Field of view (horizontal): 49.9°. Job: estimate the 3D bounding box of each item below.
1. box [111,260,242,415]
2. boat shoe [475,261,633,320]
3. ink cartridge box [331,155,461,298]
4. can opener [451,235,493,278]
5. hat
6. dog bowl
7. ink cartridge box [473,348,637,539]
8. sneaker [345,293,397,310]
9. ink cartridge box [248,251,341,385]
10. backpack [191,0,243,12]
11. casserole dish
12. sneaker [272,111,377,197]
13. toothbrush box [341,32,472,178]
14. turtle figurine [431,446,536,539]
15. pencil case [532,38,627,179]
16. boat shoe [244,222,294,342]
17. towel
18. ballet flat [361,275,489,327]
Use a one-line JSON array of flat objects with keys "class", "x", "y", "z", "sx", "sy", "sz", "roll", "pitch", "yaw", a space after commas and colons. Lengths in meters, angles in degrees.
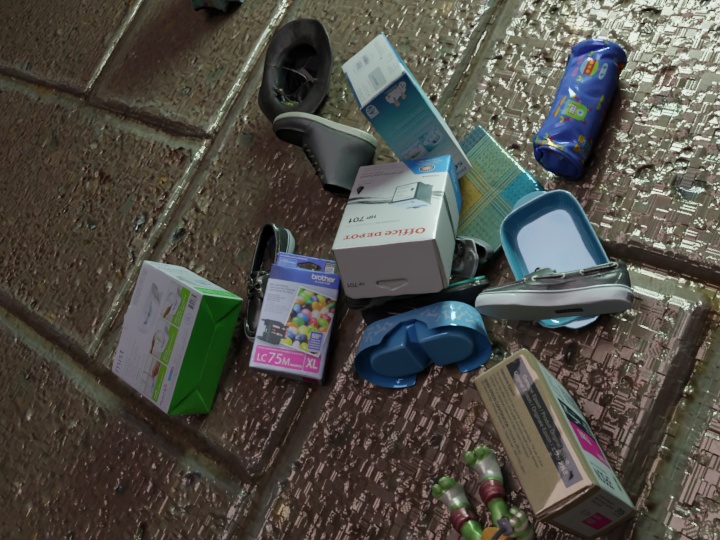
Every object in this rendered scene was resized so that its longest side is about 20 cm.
[{"class": "box", "x": -0.310, "y": 0.110, "z": 1.289, "sx": 0.174, "sy": 0.096, "sz": 0.205, "roll": 22, "pitch": 97, "yaw": 39}, {"class": "boat shoe", "x": 0.243, "y": 0.025, "z": 0.983, "sx": 0.195, "sy": 0.069, "sz": 0.058, "roll": -4, "pitch": 68, "yaw": 21}, {"class": "ink cartridge box", "x": 0.055, "y": -0.063, "z": 1.063, "sx": 0.143, "sy": 0.087, "sz": 0.202, "roll": -5, "pitch": 36, "yaw": 17}, {"class": "can opener", "x": 0.109, "y": -0.025, "z": 1.141, "sx": 0.198, "sy": 0.066, "sz": 0.055, "roll": 8, "pitch": 101, "yaw": 51}, {"class": "hat", "x": -0.098, "y": -0.352, "z": 1.421, "sx": 0.197, "sy": 0.080, "sz": 0.206, "roll": -8, "pitch": 77, "yaw": 39}, {"class": "dog bowl", "x": 0.084, "y": 0.101, "z": 1.071, "sx": 0.196, "sy": 0.112, "sz": 0.050, "roll": -19, "pitch": 45, "yaw": 24}, {"class": "ink cartridge box", "x": 0.221, "y": 0.201, "z": 0.872, "sx": 0.074, "sy": 0.199, "sz": 0.167, "roll": -33, "pitch": 54, "yaw": 14}, {"class": "sneaker", "x": 0.000, "y": 0.000, "z": 1.129, "sx": 0.074, "sy": 0.081, "sz": 0.200, "roll": -17, "pitch": 17, "yaw": -8}, {"class": "ink cartridge box", "x": -0.096, "y": 0.067, "z": 1.213, "sx": 0.116, "sy": 0.042, "sz": 0.204, "roll": 9, "pitch": 68, "yaw": 5}, {"class": "backpack", "x": -0.315, "y": -0.671, "z": 1.640, "sx": 0.147, "sy": 0.201, "sz": 0.182, "roll": 0, "pitch": 64, "yaw": 10}, {"class": "casserole dish", "x": 0.265, "y": -0.012, "z": 1.040, "sx": 0.119, "sy": 0.039, "sz": 0.204, "roll": -28, "pitch": 62, "yaw": 18}, {"class": "sneaker", "x": -0.077, "y": -0.198, "z": 1.317, "sx": 0.196, "sy": 0.075, "sz": 0.108, "roll": 16, "pitch": 78, "yaw": 22}, {"class": "toothbrush box", "x": 0.070, "y": -0.230, "z": 1.160, "sx": 0.085, "sy": 0.200, "sz": 0.148, "roll": -35, "pitch": 38, "yaw": 13}, {"class": "turtle figurine", "x": 0.131, "y": 0.306, "z": 0.899, "sx": 0.195, "sy": 0.147, "sz": 0.195, "roll": -1, "pitch": 35, "yaw": -14}, {"class": "pencil case", "x": 0.309, "y": -0.234, "z": 1.104, "sx": 0.085, "sy": 0.078, "sz": 0.204, "roll": 22, "pitch": 79, "yaw": 8}, {"class": "boat shoe", "x": -0.161, "y": 0.018, "z": 1.286, "sx": 0.067, "sy": 0.056, "sz": 0.205, "roll": -2, "pitch": 66, "yaw": 31}, {"class": "towel", "x": 0.182, "y": -0.114, "z": 1.166, "sx": 0.146, "sy": 0.022, "sz": 0.201, "roll": -42, "pitch": 51, "yaw": 9}, {"class": "ballet flat", "x": 0.095, "y": 0.058, "z": 1.114, "sx": 0.196, "sy": 0.073, "sz": 0.075, "roll": -12, "pitch": 61, "yaw": 20}]
